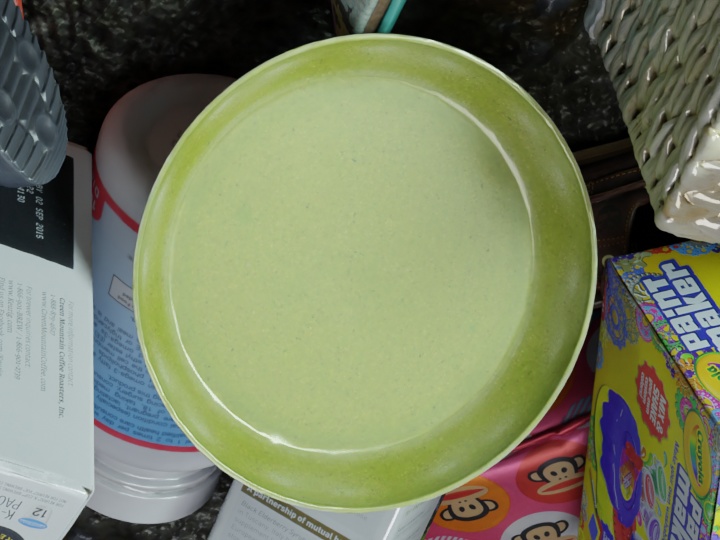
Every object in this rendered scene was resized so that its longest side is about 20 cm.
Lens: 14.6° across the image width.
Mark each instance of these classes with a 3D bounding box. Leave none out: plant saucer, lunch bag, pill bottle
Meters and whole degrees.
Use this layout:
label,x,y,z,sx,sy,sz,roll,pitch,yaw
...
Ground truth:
label,x,y,z,sx,sy,sz,roll,pitch,yaw
plant saucer,0.000,0.000,1.169,0.200,0.031,0.200,-3,101,-17
lunch bag,0.122,0.099,1.389,0.200,0.082,0.176,-19,136,13
pill bottle,-0.082,0.018,1.267,0.109,0.109,0.200,8,132,-13

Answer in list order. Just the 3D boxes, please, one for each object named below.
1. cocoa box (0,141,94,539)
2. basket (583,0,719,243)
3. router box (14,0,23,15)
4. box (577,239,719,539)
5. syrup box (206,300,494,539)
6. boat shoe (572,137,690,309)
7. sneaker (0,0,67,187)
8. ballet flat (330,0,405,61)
label,x,y,z,sx,sy,sz,roll,pitch,yaw
cocoa box,-0.192,0.039,1.143,0.133,0.200,0.131,20,129,-23
basket,0.223,-0.112,1.142,0.200,0.161,0.198,11,130,-17
router box,-0.241,-0.070,1.208,0.200,0.049,0.180,-4,133,-2
box,0.211,0.087,1.254,0.192,0.122,0.200,-12,132,-16
syrup box,0.001,0.077,1.285,0.081,0.079,0.200,30,114,12
boat shoe,0.125,-0.021,1.279,0.200,0.070,0.070,-29,133,22
sneaker,-0.198,-0.105,1.113,0.082,0.070,0.200,-23,116,32
ballet flat,0.022,-0.177,1.131,0.071,0.069,0.200,29,122,-7
